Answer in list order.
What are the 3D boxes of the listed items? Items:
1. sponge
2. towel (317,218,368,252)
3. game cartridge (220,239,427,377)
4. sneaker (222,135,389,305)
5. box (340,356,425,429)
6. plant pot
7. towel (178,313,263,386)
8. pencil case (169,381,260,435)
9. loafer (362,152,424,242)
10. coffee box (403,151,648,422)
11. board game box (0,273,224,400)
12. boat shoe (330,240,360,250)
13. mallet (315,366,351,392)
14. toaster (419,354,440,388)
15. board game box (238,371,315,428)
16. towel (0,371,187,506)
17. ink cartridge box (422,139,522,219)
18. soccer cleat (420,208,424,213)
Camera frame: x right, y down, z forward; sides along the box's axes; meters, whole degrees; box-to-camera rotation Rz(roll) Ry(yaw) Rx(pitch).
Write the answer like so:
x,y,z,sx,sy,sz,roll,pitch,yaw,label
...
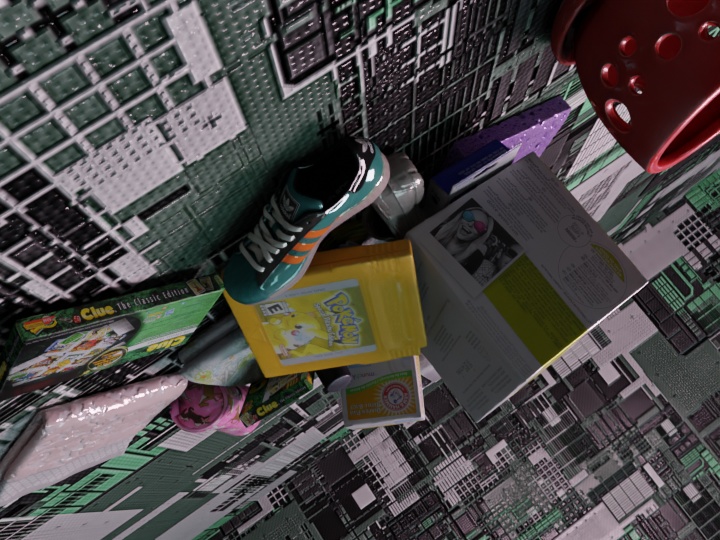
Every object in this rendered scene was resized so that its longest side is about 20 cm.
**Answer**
x,y,z,sx,sy,sz,roll,pitch,yaw,label
0.178,-0.152,0.908,0.199,0.030,0.112,-26,160,-28,sponge
-0.044,0.001,0.904,0.086,0.018,0.200,-21,158,-41,towel
-0.032,0.049,0.764,0.198,0.033,0.177,-8,138,7,game cartridge
-0.063,-0.049,0.640,0.200,0.071,0.080,-45,160,8,sneaker
0.027,0.120,1.002,0.111,0.202,0.101,-7,166,6,box
0.302,-0.227,0.676,0.200,0.183,0.201,-33,164,-10,plant pot
-0.114,0.083,0.890,0.199,0.048,0.171,-34,160,8,towel
-0.202,0.198,1.012,0.083,0.086,0.200,-53,164,-6,pencil case
0.034,-0.064,0.801,0.069,0.070,0.200,-29,156,-5,loafer
0.171,0.025,0.834,0.197,0.200,0.200,-33,164,-19,coffee box
-0.227,0.058,0.644,0.199,0.024,0.105,-16,153,-49,board game box
0.001,0.001,0.845,0.065,0.074,0.202,-47,167,-6,boat shoe
-0.039,0.091,0.856,0.041,0.066,0.200,-24,156,-13,mallet
0.084,0.088,1.133,0.180,0.201,0.119,-30,162,8,toaster
-0.108,0.143,0.980,0.104,0.024,0.200,-34,-167,7,board game box
-0.330,0.201,0.848,0.191,0.032,0.199,-45,163,28,towel
0.127,-0.094,0.848,0.099,0.039,0.200,-31,164,-13,ink cartridge box
0.096,0.006,0.987,0.085,0.068,0.202,-2,104,-46,soccer cleat
